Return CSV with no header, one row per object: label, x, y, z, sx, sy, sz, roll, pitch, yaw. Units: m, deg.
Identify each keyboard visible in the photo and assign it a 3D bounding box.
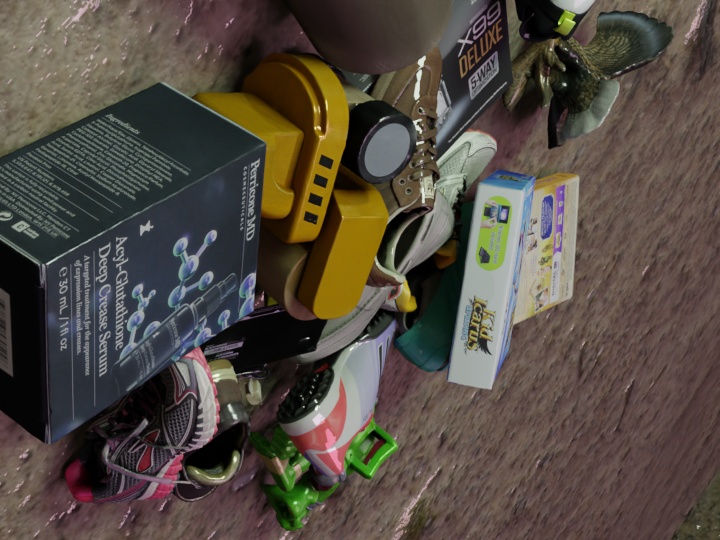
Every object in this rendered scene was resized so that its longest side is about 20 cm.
keyboard,-0.120,0.057,1.181,0.199,0.040,0.104,-12,145,-31

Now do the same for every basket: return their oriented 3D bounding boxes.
basket,-0.002,-0.238,1.014,0.181,0.136,0.200,-51,156,-14

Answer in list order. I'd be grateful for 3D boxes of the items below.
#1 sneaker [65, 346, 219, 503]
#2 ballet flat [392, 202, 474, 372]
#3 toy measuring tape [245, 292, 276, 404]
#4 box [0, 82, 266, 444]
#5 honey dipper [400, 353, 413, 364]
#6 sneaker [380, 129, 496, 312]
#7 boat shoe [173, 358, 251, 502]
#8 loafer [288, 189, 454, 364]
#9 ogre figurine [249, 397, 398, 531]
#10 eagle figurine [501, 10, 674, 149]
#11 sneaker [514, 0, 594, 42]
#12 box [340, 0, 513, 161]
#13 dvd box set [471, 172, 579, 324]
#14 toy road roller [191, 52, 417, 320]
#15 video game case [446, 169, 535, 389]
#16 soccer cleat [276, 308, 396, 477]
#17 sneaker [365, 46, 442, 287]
sneaker,-0.163,0.118,1.111,0.074,0.081,0.201,-7,143,-34
ballet flat,0.071,0.002,1.430,0.067,0.070,0.201,-36,-147,49
toy measuring tape,-0.048,0.028,1.257,0.073,0.073,0.201,-20,130,-52
box,-0.169,-0.010,0.980,0.200,0.107,0.149,-35,144,-41
honey dipper,0.111,0.027,1.582,0.200,0.038,0.038,-44,150,-34
sneaker,0.070,-0.043,1.384,0.201,0.082,0.078,-55,153,-10
boat shoe,-0.130,0.149,1.210,0.073,0.065,0.200,-18,151,-19
loafer,0.000,0.000,1.304,0.200,0.070,0.070,-46,156,-5
ogre figurine,-0.035,0.175,1.413,0.120,0.098,0.201,-34,134,-21
eagle figurine,0.210,-0.195,1.426,0.199,0.151,0.152,7,91,-56
sneaker,0.146,-0.237,1.244,0.200,0.071,0.083,-113,-135,-72
box,0.050,-0.164,1.261,0.200,0.050,0.158,-46,150,-23
dvd box set,0.175,-0.019,1.603,0.199,0.029,0.148,-21,116,-50
toy road roller,-0.064,-0.065,1.101,0.145,0.123,0.201,-6,123,-41
video game case,0.127,0.003,1.395,0.200,0.045,0.183,-36,136,-77
soccer cleat,-0.011,0.104,1.330,0.073,0.068,0.200,61,33,-18
sneaker,0.037,-0.083,1.177,0.070,0.075,0.201,2,111,-60
